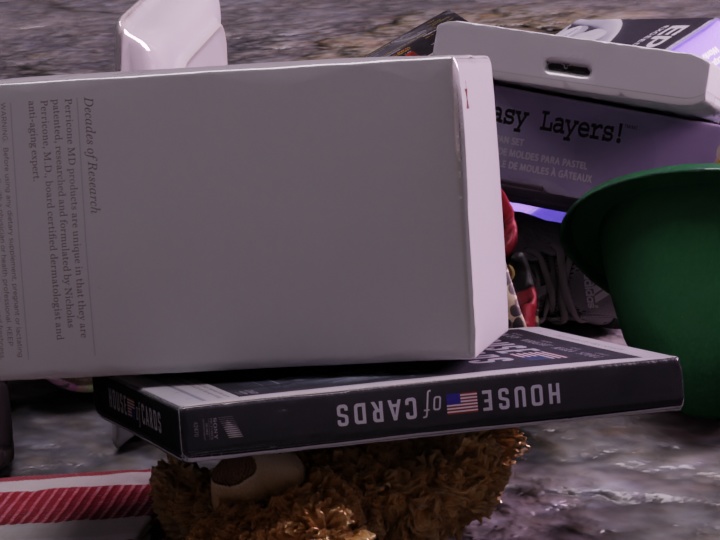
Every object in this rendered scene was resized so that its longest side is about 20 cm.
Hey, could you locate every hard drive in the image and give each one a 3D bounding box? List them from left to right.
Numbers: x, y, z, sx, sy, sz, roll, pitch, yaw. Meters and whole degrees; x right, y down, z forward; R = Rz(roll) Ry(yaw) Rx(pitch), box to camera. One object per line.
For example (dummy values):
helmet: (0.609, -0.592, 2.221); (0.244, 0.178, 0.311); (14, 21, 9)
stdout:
hard drive: (0.126, -0.089, 1.387); (0.131, 0.026, 0.200); (10, 0, 19)

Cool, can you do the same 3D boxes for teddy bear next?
teddy bear: (-0.010, 0.084, 1.136); (0.144, 0.067, 0.199); (13, 21, 40)

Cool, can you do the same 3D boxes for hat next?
hat: (0.160, 0.063, 1.278); (0.164, 0.177, 0.200); (1, -24, 17)

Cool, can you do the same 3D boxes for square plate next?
square plate: (-0.090, -0.038, 1.380); (0.028, 0.202, 0.198); (4, 15, 6)

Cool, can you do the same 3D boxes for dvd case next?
dvd case: (0.007, 0.046, 1.125); (0.198, 0.025, 0.150); (-5, 5, -17)

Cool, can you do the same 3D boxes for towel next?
towel: (-0.156, 0.121, 1.144); (0.143, 0.023, 0.200); (-4, 13, 10)

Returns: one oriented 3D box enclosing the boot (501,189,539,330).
boot: (0.000, 0.000, 1.306); (0.150, 0.073, 0.201); (-19, 33, 10)

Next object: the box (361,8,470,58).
box: (-0.008, -0.072, 1.637); (0.199, 0.050, 0.158); (-30, 16, -3)

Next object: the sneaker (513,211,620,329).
sneaker: (0.080, 0.005, 1.417); (0.115, 0.076, 0.200); (5, 16, 23)

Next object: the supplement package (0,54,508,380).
supplement package: (-0.047, -0.023, 1.129); (0.198, 0.118, 0.117); (-3, 3, 10)

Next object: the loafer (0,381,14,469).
loafer: (-0.199, 0.055, 1.250); (0.070, 0.074, 0.200); (-4, 0, 5)

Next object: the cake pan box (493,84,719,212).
cake pan box: (0.104, -0.054, 1.400); (0.198, 0.053, 0.184); (10, -2, 0)

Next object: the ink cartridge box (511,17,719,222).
ink cartridge box: (0.116, -0.083, 1.636); (0.198, 0.044, 0.200); (-34, 20, -24)

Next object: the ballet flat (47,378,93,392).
ballet flat: (-0.137, 0.001, 1.463); (0.071, 0.069, 0.201); (-41, 24, 39)
